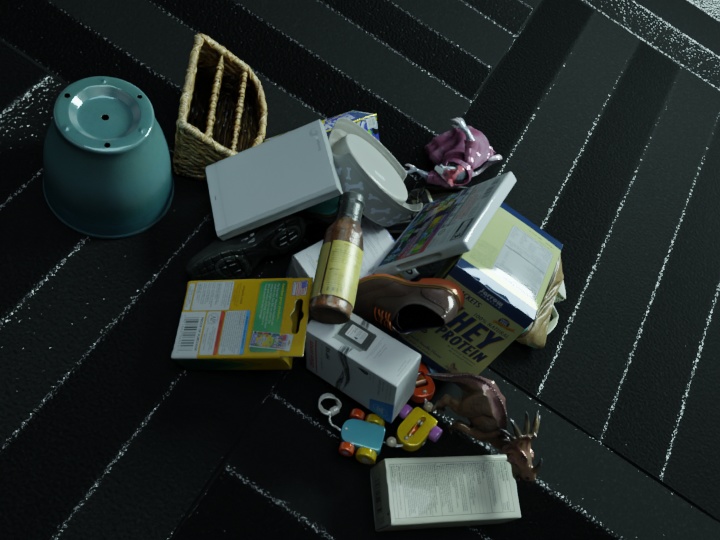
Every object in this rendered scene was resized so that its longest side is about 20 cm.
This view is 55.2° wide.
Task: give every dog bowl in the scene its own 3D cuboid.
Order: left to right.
[{"bbox_3d":[0.013,-0.156,1.127,0.200,0.059,0.200,39,24,-21],"label":"dog bowl"}]

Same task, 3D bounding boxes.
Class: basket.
[{"bbox_3d":[-0.225,-0.263,1.150,0.142,0.149,0.200,10,61,-12],"label":"basket"}]

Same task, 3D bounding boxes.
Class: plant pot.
[{"bbox_3d":[-0.379,-0.178,1.036,0.200,0.188,0.200,7,62,-14],"label":"plant pot"}]

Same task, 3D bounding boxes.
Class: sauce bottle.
[{"bbox_3d":[-0.026,-0.022,0.995,0.066,0.066,0.200,17,62,-9],"label":"sauce bottle"}]

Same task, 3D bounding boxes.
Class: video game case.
[{"bbox_3d":[0.132,-0.070,1.072,0.023,0.182,0.200,54,47,-17],"label":"video game case"}]

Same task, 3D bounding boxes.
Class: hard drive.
[{"bbox_3d":[-0.136,-0.139,1.058,0.200,0.026,0.132,-20,64,11],"label":"hard drive"}]

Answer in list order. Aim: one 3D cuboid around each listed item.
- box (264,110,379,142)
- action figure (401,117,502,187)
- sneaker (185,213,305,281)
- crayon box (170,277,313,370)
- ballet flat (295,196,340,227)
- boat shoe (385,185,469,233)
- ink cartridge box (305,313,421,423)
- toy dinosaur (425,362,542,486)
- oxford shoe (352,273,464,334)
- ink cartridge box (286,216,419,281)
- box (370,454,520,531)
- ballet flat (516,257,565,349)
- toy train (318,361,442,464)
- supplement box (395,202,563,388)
[{"bbox_3d":[-0.063,-0.222,1.205,0.200,0.064,0.070,-26,31,-32],"label":"box"},{"bbox_3d":[0.170,-0.187,1.244,0.149,0.134,0.200,45,27,-18],"label":"action figure"},{"bbox_3d":[-0.189,-0.045,1.099,0.200,0.076,0.091,-28,51,-16],"label":"sneaker"},{"bbox_3d":[-0.163,0.078,1.004,0.200,0.052,0.126,-2,61,15],"label":"crayon box"},{"bbox_3d":[-0.079,-0.102,1.140,0.200,0.068,0.068,28,76,46],"label":"ballet flat"},{"bbox_3d":[0.111,-0.119,1.231,0.200,0.065,0.073,-16,72,-23],"label":"boat shoe"},{"bbox_3d":[-0.016,0.124,1.012,0.200,0.116,0.067,30,57,20],"label":"ink cartridge box"},{"bbox_3d":[0.183,0.199,0.979,0.086,0.135,0.200,-46,112,-25],"label":"toy dinosaur"},{"bbox_3d":[0.042,0.051,0.979,0.073,0.200,0.071,-53,130,-49],"label":"oxford shoe"},{"bbox_3d":[0.000,0.000,1.130,0.200,0.076,0.137,-30,77,-26],"label":"ink cartridge box"},{"bbox_3d":[0.122,0.323,1.003,0.200,0.078,0.095,4,62,-16],"label":"box"},{"bbox_3d":[0.326,0.054,1.219,0.072,0.068,0.200,37,57,-20],"label":"ballet flat"},{"bbox_3d":[0.041,0.217,1.050,0.200,0.056,0.150,-17,53,-18],"label":"toy train"},{"bbox_3d":[0.185,0.035,1.074,0.134,0.200,0.200,35,43,2],"label":"supplement box"}]
